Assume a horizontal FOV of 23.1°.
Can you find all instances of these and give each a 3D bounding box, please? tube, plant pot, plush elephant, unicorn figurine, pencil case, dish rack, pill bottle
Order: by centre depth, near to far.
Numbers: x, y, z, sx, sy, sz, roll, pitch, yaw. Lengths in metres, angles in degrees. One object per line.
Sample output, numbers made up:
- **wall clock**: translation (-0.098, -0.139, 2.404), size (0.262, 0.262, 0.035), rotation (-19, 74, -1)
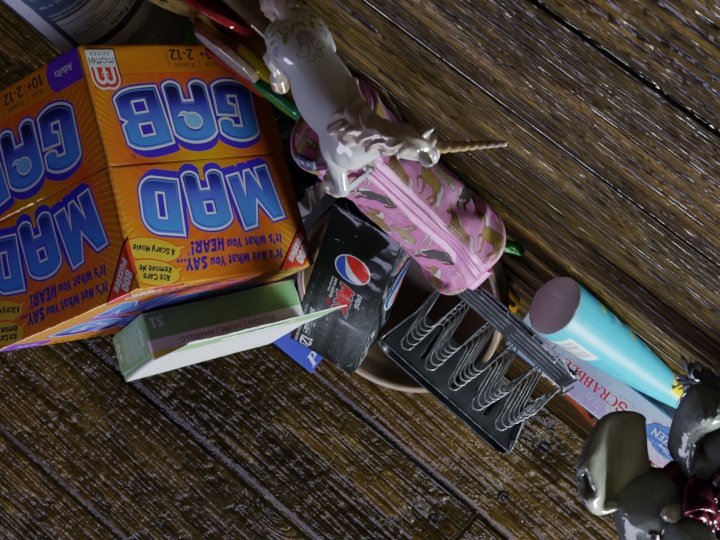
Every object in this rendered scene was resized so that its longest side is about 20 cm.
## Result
- **unicorn figurine**: translation (-0.011, -0.106, 1.139), size (0.200, 0.074, 0.137), rotation (45, 168, 7)
- **plush elephant**: translation (0.242, 0.156, 1.229), size (0.165, 0.155, 0.200), rotation (40, 177, -32)
- **pencil case**: translation (0.032, -0.061, 1.334), size (0.082, 0.087, 0.200), rotation (-7, 146, 37)
- **tube**: translation (0.216, 0.071, 1.448), size (0.200, 0.050, 0.077), rotation (34, -171, -39)
- **dish rack**: translation (0.101, 0.075, 1.484), size (0.153, 0.055, 0.200), rotation (40, 163, 1)
- **pill bottle**: translation (-0.239, -0.250, 1.484), size (0.119, 0.120, 0.200), rotation (37, 177, 43)
- **plant pot**: translation (0.050, 0.004, 1.613), size (0.201, 0.201, 0.093), rotation (39, -143, 2)

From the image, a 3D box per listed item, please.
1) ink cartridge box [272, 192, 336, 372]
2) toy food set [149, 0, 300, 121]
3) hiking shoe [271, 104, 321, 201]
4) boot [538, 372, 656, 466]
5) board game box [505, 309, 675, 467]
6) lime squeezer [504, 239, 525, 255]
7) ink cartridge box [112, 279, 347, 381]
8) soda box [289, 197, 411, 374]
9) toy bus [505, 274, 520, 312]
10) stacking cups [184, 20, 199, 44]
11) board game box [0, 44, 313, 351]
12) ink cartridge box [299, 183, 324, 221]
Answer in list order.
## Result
- **ink cartridge box**: translation (-0.023, -0.010, 1.681), size (0.044, 0.200, 0.094), rotation (33, 174, 45)
- **toy food set**: translation (-0.112, -0.197, 1.382), size (0.200, 0.049, 0.198), rotation (41, 177, -30)
- **hiking shoe**: translation (-0.069, -0.104, 1.622), size (0.075, 0.101, 0.200), rotation (3, 165, 17)
- **boot**: translation (0.252, 0.130, 1.743), size (0.200, 0.075, 0.107), rotation (47, -177, 18)
- **board game box**: translation (0.235, 0.112, 1.573), size (0.199, 0.041, 0.200), rotation (39, -172, 15)
- **lime squeezer**: translation (0.052, -0.024, 1.515), size (0.199, 0.038, 0.071), rotation (-19, 121, 44)
- **ink cartridge box**: translation (-0.114, 0.043, 1.482), size (0.200, 0.145, 0.048), rotation (-32, 73, 65)
- **soda box**: translation (0.000, 0.000, 1.496), size (0.070, 0.063, 0.200), rotation (30, 143, 8)
- **toy bus**: translation (0.096, 0.014, 1.787), size (0.065, 0.078, 0.200), rotation (40, 178, -18)
- **stacking cups**: translation (-0.159, -0.177, 1.623), size (0.060, 0.060, 0.201), rotation (42, -165, -52)
- **board game box**: translation (-0.197, -0.063, 1.485), size (0.199, 0.199, 0.201), rotation (-8, -99, -48)
- **ink cartridge box**: translation (-0.105, -0.111, 1.798), size (0.200, 0.084, 0.147), rotation (47, -156, -69)
